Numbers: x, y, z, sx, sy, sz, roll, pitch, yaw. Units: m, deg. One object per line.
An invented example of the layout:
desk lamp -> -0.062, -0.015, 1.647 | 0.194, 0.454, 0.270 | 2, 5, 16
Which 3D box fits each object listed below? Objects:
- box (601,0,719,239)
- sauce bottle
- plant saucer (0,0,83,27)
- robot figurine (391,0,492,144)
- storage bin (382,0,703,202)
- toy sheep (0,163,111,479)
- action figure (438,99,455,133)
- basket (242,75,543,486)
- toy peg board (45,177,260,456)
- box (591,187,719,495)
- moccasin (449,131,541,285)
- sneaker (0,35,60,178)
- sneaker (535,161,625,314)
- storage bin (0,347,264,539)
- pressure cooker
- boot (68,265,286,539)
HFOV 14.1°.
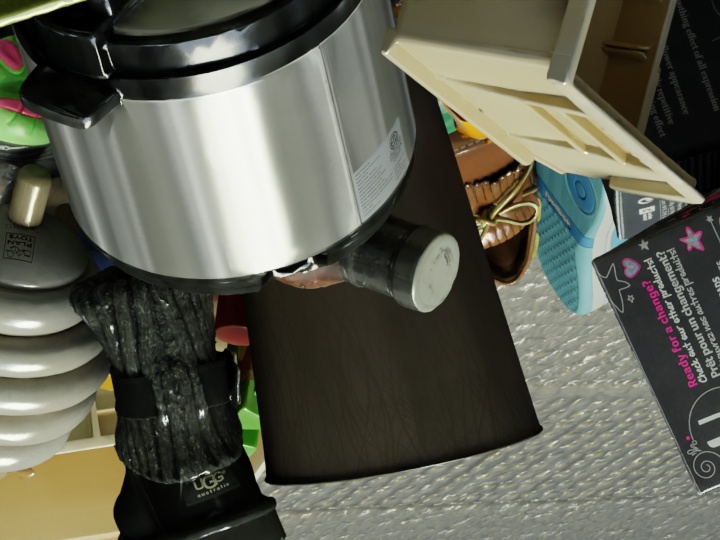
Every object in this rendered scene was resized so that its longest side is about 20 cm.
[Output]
box -> 0.210, -0.126, 1.564 | 0.200, 0.149, 0.107 | -17, 159, 1
sauce bottle -> -0.043, -0.029, 1.432 | 0.200, 0.066, 0.066 | 19, 175, 28
plant saucer -> -0.112, -0.209, 1.180 | 0.200, 0.048, 0.200 | -17, 131, 1
robot figurine -> 0.050, -0.132, 1.454 | 0.058, 0.145, 0.200 | -15, 166, 9
storage bin -> 0.113, -0.154, 1.318 | 0.094, 0.200, 0.199 | 11, 170, 28
toy sheep -> -0.190, 0.029, 1.533 | 0.138, 0.138, 0.200 | -6, 125, -25
action figure -> -0.006, -0.084, 1.637 | 0.200, 0.055, 0.118 | -19, 158, 18
basket -> 0.000, 0.000, 1.520 | 0.136, 0.200, 0.180 | -13, -178, -29
toy peg board -> -0.106, 0.022, 1.663 | 0.199, 0.098, 0.200 | 15, 152, -16
box -> 0.211, 0.015, 1.451 | 0.115, 0.132, 0.200 | -25, 180, 21
moccasin -> 0.074, -0.042, 1.768 | 0.074, 0.078, 0.201 | -15, 159, -3
sneaker -> -0.137, -0.086, 1.536 | 0.200, 0.077, 0.084 | 9, 164, -41
sneaker -> 0.180, -0.062, 1.817 | 0.131, 0.080, 0.200 | -24, 154, -15
storage bin -> -0.169, 0.109, 1.943 | 0.198, 0.094, 0.200 | -8, 157, -23
pressure cooker -> -0.068, -0.113, 1.332 | 0.179, 0.176, 0.200 | -12, 135, 1
boot -> -0.100, 0.072, 1.502 | 0.079, 0.158, 0.211 | -21, -179, -16
